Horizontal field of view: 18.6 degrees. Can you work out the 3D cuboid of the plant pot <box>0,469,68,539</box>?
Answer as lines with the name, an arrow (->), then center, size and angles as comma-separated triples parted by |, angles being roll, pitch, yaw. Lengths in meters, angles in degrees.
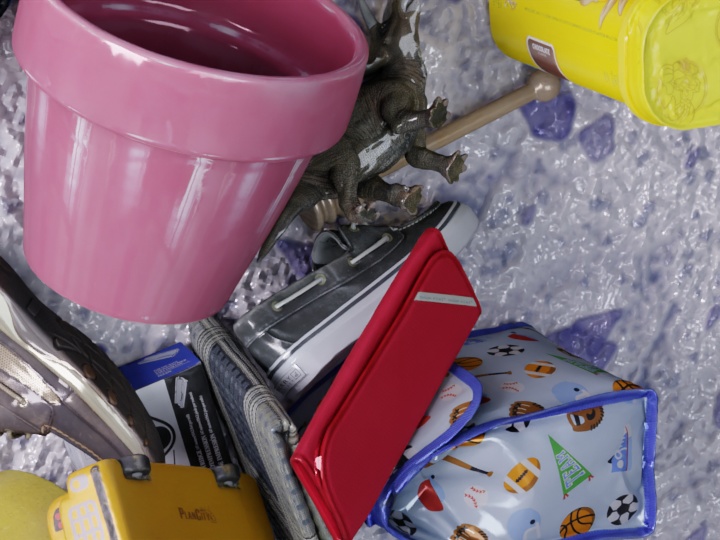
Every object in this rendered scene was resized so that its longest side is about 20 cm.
plant pot -> -0.220, 0.204, 1.313 | 0.142, 0.200, 0.200 | -54, 124, -32

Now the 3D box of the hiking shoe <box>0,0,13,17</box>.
hiking shoe -> -0.219, -0.158, 1.239 | 0.074, 0.087, 0.200 | 34, 89, -30

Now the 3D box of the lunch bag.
lunch bag -> 0.066, 0.110, 1.415 | 0.200, 0.170, 0.124 | -10, 107, -22

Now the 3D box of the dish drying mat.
dish drying mat -> 0.019, 0.066, 1.309 | 0.200, 0.018, 0.077 | -59, 135, -39

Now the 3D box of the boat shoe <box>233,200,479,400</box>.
boat shoe -> 0.000, 0.000, 1.388 | 0.071, 0.072, 0.200 | 48, 50, 3

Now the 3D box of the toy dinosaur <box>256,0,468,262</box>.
toy dinosaur -> -0.002, -0.075, 1.360 | 0.200, 0.102, 0.077 | -53, 140, -10

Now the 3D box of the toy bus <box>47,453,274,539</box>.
toy bus -> -0.116, 0.153, 1.280 | 0.078, 0.065, 0.200 | -23, 164, 21

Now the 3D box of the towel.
towel -> -0.041, 0.139, 1.360 | 0.034, 0.193, 0.200 | -24, 114, -11

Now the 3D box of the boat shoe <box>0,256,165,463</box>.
boat shoe -> -0.201, 0.062, 1.314 | 0.073, 0.075, 0.200 | -44, 93, 9

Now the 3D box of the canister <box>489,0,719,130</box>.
canister -> 0.186, -0.156, 1.372 | 0.148, 0.200, 0.087 | -12, 111, -22

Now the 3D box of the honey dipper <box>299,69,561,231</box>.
honey dipper -> 0.048, -0.084, 1.423 | 0.200, 0.038, 0.038 | -28, 116, -18

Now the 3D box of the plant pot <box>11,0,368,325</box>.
plant pot -> -0.114, -0.076, 1.268 | 0.200, 0.200, 0.179 | 5, 118, -27

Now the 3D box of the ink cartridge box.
ink cartridge box -> -0.124, 0.155, 1.409 | 0.094, 0.044, 0.200 | -22, 114, -17
